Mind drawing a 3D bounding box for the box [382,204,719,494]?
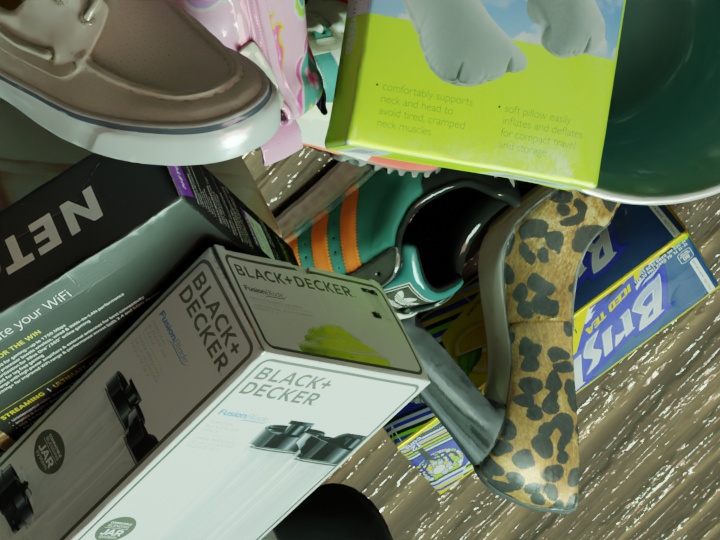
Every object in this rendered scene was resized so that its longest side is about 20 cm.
[{"bbox_3d":[0.098,0.033,1.615,0.200,0.064,0.070,-37,143,2],"label":"box"}]

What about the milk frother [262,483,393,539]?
[{"bbox_3d":[-0.053,0.194,1.550,0.188,0.181,0.200,1,162,-39],"label":"milk frother"}]

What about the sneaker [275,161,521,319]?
[{"bbox_3d":[0.000,0.000,1.488,0.200,0.080,0.071,-47,144,16],"label":"sneaker"}]

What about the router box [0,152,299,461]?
[{"bbox_3d":[-0.135,0.030,1.289,0.200,0.051,0.149,-32,148,9],"label":"router box"}]

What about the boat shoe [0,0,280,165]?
[{"bbox_3d":[-0.118,-0.105,1.199,0.071,0.200,0.070,-37,138,-34],"label":"boat shoe"}]

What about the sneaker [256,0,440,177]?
[{"bbox_3d":[-0.028,-0.106,1.379,0.200,0.070,0.093,9,106,-40],"label":"sneaker"}]

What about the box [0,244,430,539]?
[{"bbox_3d":[-0.079,0.080,1.293,0.200,0.060,0.117,-44,146,25],"label":"box"}]

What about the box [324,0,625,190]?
[{"bbox_3d":[0.060,-0.143,1.286,0.122,0.048,0.200,9,88,-15],"label":"box"}]

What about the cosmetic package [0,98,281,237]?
[{"bbox_3d":[-0.151,-0.018,1.344,0.200,0.087,0.103,4,134,-39],"label":"cosmetic package"}]

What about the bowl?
[{"bbox_3d":[0.121,-0.129,1.380,0.201,0.201,0.105,-24,-175,-14],"label":"bowl"}]

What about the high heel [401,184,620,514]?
[{"bbox_3d":[0.119,0.028,1.550,0.200,0.143,0.071,-41,-178,-14],"label":"high heel"}]

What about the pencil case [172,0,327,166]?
[{"bbox_3d":[-0.065,-0.146,1.233,0.087,0.087,0.200,-20,122,-19],"label":"pencil case"}]
